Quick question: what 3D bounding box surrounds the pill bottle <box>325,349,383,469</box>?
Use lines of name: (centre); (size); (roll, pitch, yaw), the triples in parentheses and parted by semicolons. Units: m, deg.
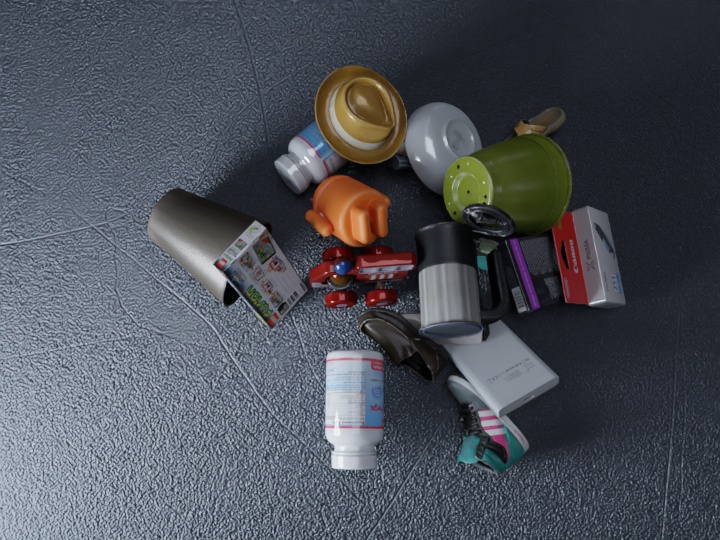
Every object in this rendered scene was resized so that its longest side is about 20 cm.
pill bottle: (-0.010, 0.254, 1.028); (0.106, 0.109, 0.205); (1, 75, -5)

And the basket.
basket: (-0.297, -0.059, 1.082); (0.198, 0.136, 0.183); (30, 100, 9)

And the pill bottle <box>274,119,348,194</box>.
pill bottle: (-0.078, -0.253, 1.163); (0.199, 0.109, 0.109); (-42, 82, -14)

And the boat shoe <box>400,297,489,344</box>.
boat shoe: (0.158, 0.094, 1.123); (0.195, 0.076, 0.094); (3, 39, 11)

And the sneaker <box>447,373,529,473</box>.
sneaker: (0.213, 0.305, 1.061); (0.200, 0.084, 0.121); (45, 66, 6)

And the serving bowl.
serving bowl: (0.187, -0.261, 1.168); (0.197, 0.065, 0.205); (9, 74, -32)

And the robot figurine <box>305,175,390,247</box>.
robot figurine: (-0.024, -0.120, 1.103); (0.116, 0.199, 0.145); (38, 89, -39)

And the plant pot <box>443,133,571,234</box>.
plant pot: (0.270, -0.161, 1.089); (0.190, 0.200, 0.204); (-10, 75, -35)

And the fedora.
fedora: (0.011, -0.311, 1.091); (0.196, 0.082, 0.206); (0, 88, -16)

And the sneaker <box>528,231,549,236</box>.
sneaker: (0.395, -0.173, 1.197); (0.072, 0.087, 0.205); (5, 74, -4)

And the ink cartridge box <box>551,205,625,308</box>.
ink cartridge box: (0.464, -0.030, 1.144); (0.174, 0.044, 0.205); (7, 71, -40)

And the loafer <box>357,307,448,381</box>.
loafer: (0.080, 0.143, 1.074); (0.197, 0.073, 0.072); (30, 43, -3)

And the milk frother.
milk frother: (0.184, 0.003, 0.987); (0.176, 0.200, 0.192); (-4, 70, 6)

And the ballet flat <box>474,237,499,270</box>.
ballet flat: (0.231, -0.044, 1.167); (0.196, 0.074, 0.076); (19, 74, -2)

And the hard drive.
hard drive: (0.257, 0.173, 1.060); (0.130, 0.027, 0.200); (-25, 38, -11)

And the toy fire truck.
toy fire truck: (0.000, 0.000, 1.072); (0.195, 0.168, 0.115); (-3, 75, -6)

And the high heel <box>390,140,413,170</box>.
high heel: (0.105, -0.298, 1.229); (0.140, 0.072, 0.203); (-6, 62, -29)

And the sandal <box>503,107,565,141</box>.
sandal: (0.376, -0.310, 1.233); (0.199, 0.054, 0.080); (-41, 49, -16)

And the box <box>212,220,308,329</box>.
box: (-0.179, 0.013, 1.041); (0.034, 0.201, 0.110); (32, 71, 35)

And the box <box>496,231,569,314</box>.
box: (0.376, -0.001, 1.140); (0.196, 0.036, 0.146); (-10, 78, -30)
